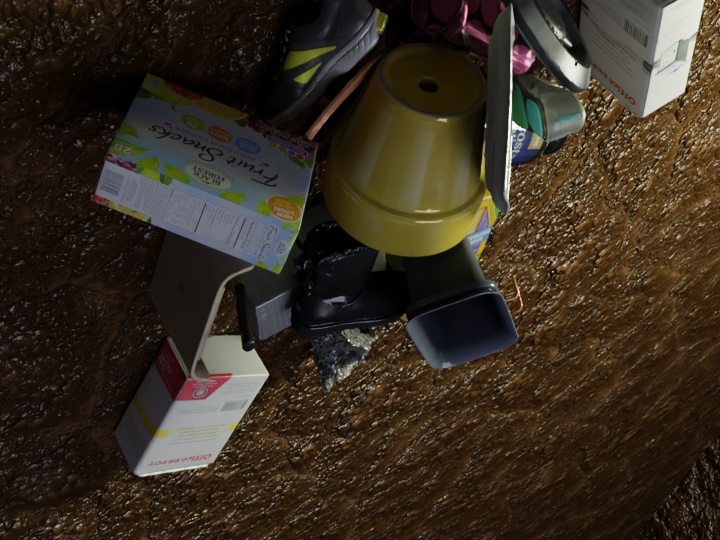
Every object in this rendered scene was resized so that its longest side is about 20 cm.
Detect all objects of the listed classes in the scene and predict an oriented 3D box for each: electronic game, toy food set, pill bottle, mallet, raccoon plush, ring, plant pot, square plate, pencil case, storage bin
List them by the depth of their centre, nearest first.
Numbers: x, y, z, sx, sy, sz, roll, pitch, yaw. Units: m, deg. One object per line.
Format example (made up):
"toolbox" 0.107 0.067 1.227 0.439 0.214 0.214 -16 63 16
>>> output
"square plate" 0.155 -0.170 1.195 0.028 0.201 0.200 1 177 8
"ring" -0.038 -0.177 1.258 0.201 0.019 0.200 -51 180 0
"plant pot" 0.063 -0.152 1.261 0.199 0.202 0.190 -20 147 -26
"electronic game" 0.210 -0.297 1.265 0.041 0.202 0.199 -31 153 26
"pencil case" 0.144 -0.295 1.299 0.199 0.094 0.091 7 128 -50
"toy food set" -0.192 0.019 1.315 0.060 0.144 0.201 -7 137 -34
"mallet" -0.152 0.021 1.320 0.041 0.202 0.066 5 143 -21
"storage bin" 0.124 0.018 1.376 0.144 0.136 0.200 -19 154 8
"pill bottle" 0.187 -0.198 1.447 0.198 0.112 0.112 -7 137 -40
"raccoon plush" -0.072 0.101 1.635 0.199 0.097 0.134 30 128 -25

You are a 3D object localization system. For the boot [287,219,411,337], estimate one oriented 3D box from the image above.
"boot" 0.000 -0.001 1.354 0.196 0.074 0.163 -14 142 -26

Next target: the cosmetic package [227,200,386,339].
"cosmetic package" -0.073 -0.010 1.436 0.198 0.107 0.091 -25 147 -16

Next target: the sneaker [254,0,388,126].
"sneaker" -0.058 -0.243 1.199 0.199 0.085 0.075 -37 -163 30

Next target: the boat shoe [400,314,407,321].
"boat shoe" 0.098 -0.006 1.651 0.200 0.071 0.073 -47 137 -26

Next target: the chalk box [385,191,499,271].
"chalk box" 0.098 -0.063 1.519 0.123 0.125 0.201 -14 140 -33

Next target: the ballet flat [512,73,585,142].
"ballet flat" 0.219 -0.198 1.289 0.063 0.200 0.068 -14 112 -3

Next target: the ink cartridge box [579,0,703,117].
"ink cartridge box" 0.366 -0.328 1.425 0.085 0.147 0.201 -31 148 -12

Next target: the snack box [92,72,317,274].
"snack box" -0.152 -0.102 1.099 0.198 0.170 0.068 21 126 -9

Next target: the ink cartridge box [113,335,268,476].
"ink cartridge box" -0.245 0.192 1.542 0.144 0.084 0.201 1 131 -45
